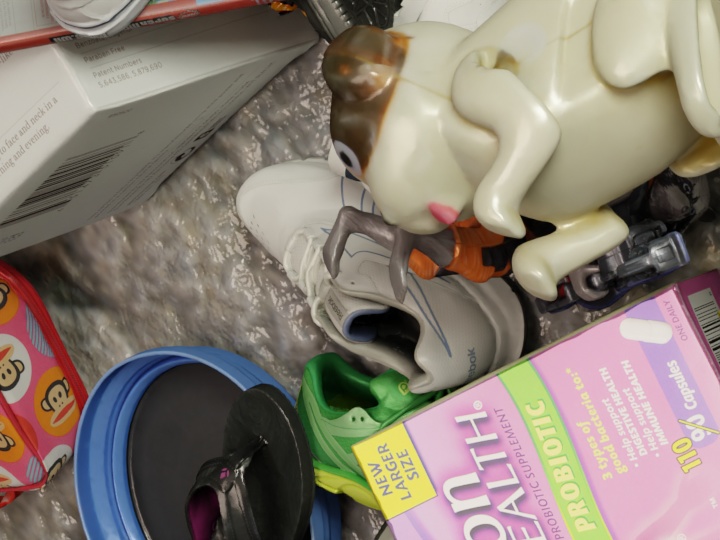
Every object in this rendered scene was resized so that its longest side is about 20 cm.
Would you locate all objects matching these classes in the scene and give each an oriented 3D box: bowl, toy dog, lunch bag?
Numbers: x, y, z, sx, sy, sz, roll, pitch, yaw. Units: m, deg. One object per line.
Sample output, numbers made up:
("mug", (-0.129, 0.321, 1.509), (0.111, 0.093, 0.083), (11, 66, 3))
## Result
("bowl", (-0.093, 0.141, 1.788), (0.200, 0.039, 0.202), (14, 112, 37))
("toy dog", (0.079, -0.087, 1.365), (0.199, 0.139, 0.195), (-17, 70, 18))
("lunch bag", (-0.268, 0.081, 1.875), (0.199, 0.082, 0.177), (-3, 122, 41))

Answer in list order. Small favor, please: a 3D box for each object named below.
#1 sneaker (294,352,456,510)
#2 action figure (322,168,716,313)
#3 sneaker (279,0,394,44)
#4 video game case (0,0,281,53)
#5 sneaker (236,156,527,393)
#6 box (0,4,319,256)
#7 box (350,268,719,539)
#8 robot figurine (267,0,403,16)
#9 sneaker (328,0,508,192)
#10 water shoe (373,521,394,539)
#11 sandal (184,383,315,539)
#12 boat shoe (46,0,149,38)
("sneaker", (0.034, 0.097, 1.641), (0.199, 0.074, 0.084), (16, 117, 37))
("action figure", (0.096, -0.030, 1.477), (0.200, 0.192, 0.105), (157, 102, -72))
("sneaker", (-0.062, -0.185, 1.567), (0.104, 0.060, 0.201), (-36, 75, 38))
("video game case", (-0.133, -0.195, 1.520), (0.199, 0.017, 0.144), (-10, 77, 7))
("sneaker", (0.000, 0.000, 1.632), (0.200, 0.087, 0.075), (33, 125, 30))
("box", (-0.169, -0.116, 1.665), (0.199, 0.200, 0.131), (-39, 80, 41))
("box", (0.128, 0.122, 1.510), (0.199, 0.097, 0.177), (-27, 85, 21))
("robot figurine", (0.000, -0.222, 1.581), (0.145, 0.058, 0.200), (44, 127, 22))
("sneaker", (0.056, -0.114, 1.569), (0.080, 0.076, 0.201), (35, 129, 13))
("water shoe", (0.035, 0.235, 1.686), (0.079, 0.071, 0.201), (21, 119, 27))
("sandal", (-0.075, 0.157, 1.709), (0.075, 0.048, 0.201), (40, 130, 30))
("boat shoe", (-0.095, -0.209, 1.473), (0.073, 0.067, 0.201), (27, 84, 13))
